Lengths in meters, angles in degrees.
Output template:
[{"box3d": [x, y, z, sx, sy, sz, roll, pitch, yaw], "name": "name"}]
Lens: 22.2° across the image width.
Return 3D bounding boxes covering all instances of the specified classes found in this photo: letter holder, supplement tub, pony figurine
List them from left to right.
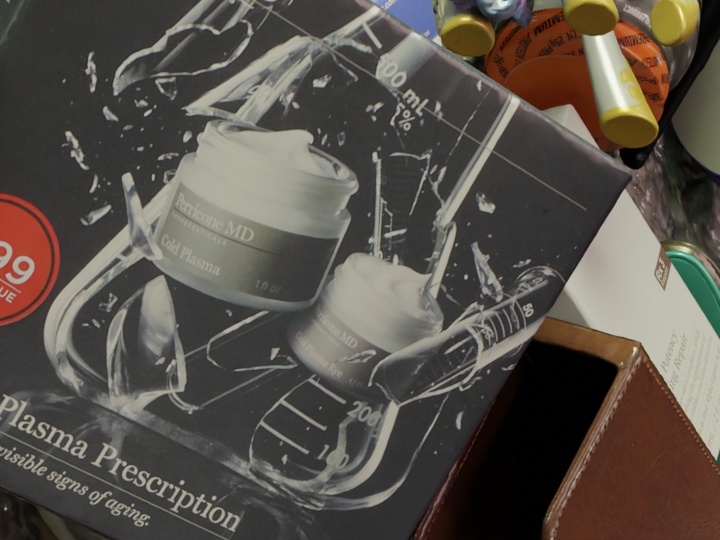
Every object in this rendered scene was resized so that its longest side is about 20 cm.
[{"box3d": [0.078, -0.179, 0.858, 0.192, 0.166, 0.201, 24, 47, -29], "name": "pony figurine"}, {"box3d": [0.070, 0.123, 0.719, 0.143, 0.100, 0.200, -61, 142, -18], "name": "letter holder"}, {"box3d": [0.128, -0.171, 1.003, 0.122, 0.122, 0.201, 44, 45, -37], "name": "supplement tub"}]

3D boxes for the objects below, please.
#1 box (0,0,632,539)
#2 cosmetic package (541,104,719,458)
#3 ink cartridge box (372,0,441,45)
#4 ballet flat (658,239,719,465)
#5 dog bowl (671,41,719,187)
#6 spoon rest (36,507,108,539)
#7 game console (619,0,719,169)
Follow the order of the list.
[{"box3d": [-0.052, -0.012, 0.589, 0.199, 0.104, 0.183, 29, 95, -25], "name": "box"}, {"box3d": [0.118, 0.023, 0.966, 0.200, 0.074, 0.102, 54, 40, -30], "name": "cosmetic package"}, {"box3d": [-0.003, -0.010, 0.734, 0.119, 0.042, 0.201, -43, 136, -37], "name": "ink cartridge box"}, {"box3d": [0.202, 0.065, 1.082, 0.068, 0.068, 0.201, -54, 132, -59], "name": "ballet flat"}, {"box3d": [0.295, -0.125, 1.150, 0.079, 0.199, 0.201, 31, 54, -41], "name": "dog bowl"}, {"box3d": [-0.081, 0.016, 0.702, 0.099, 0.060, 0.201, 32, 53, -44], "name": "spoon rest"}, {"box3d": [0.203, -0.179, 1.068, 0.031, 0.200, 0.178, 16, 51, -6], "name": "game console"}]
